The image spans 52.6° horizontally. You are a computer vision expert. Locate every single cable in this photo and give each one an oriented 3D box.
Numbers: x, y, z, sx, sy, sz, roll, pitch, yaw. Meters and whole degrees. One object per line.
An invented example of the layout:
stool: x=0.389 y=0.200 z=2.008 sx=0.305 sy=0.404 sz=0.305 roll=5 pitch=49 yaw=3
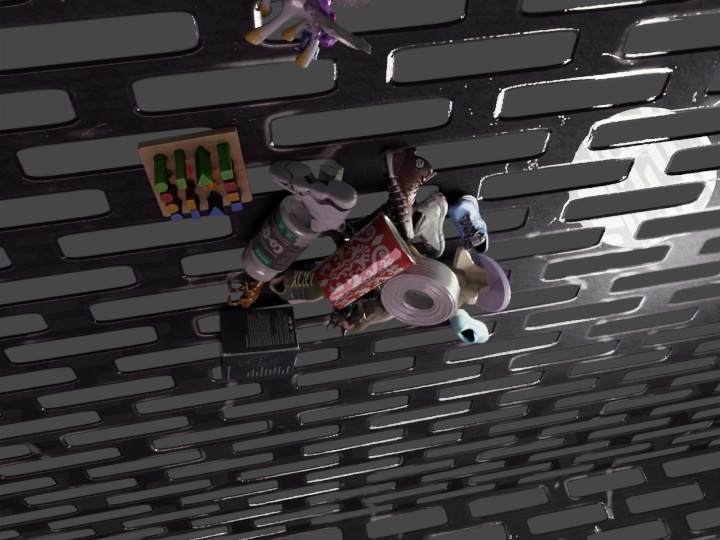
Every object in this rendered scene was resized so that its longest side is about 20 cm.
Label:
cable: x=0.143 y=0.052 z=1.775 sx=0.195 sy=0.070 sz=0.202 roll=4 pitch=140 yaw=18

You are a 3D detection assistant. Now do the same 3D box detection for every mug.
mug: x=0.015 y=-0.004 z=1.614 sx=0.198 sy=0.135 sz=0.178 roll=-35 pitch=138 yaw=7

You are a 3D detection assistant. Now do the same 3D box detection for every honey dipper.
honey dipper: x=0.141 y=-0.048 z=1.849 sx=0.038 sy=0.039 sz=0.200 roll=-28 pitch=144 yaw=18

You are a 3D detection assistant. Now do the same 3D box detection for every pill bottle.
pill bottle: x=-0.182 y=-0.068 z=1.643 sx=0.111 sy=0.115 sz=0.200 roll=16 pitch=137 yaw=-34

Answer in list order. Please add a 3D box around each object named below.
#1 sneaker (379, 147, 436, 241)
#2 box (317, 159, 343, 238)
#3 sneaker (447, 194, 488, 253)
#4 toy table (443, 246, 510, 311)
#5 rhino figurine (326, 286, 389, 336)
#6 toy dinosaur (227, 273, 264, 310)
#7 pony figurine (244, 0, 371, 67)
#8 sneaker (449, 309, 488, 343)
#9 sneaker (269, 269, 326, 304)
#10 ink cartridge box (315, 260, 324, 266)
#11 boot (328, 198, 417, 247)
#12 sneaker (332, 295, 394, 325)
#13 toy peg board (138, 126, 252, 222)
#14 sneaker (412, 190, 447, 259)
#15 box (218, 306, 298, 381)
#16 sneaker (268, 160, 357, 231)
sneaker: x=0.119 y=-0.172 z=1.586 sx=0.113 sy=0.076 sz=0.204 roll=-17 pitch=104 yaw=-12
box: x=-0.076 y=-0.157 z=1.620 sx=0.039 sy=0.041 sz=0.202 roll=-37 pitch=155 yaw=-33
sneaker: x=0.269 y=-0.108 z=1.766 sx=0.078 sy=0.090 sz=0.200 roll=-27 pitch=141 yaw=16
toy table: x=0.275 y=0.029 z=1.849 sx=0.115 sy=0.199 sz=0.188 roll=-2 pitch=107 yaw=-28
rhino figurine: x=0.000 y=0.111 z=1.889 sx=0.197 sy=0.060 sz=0.089 roll=-27 pitch=111 yaw=-7
toy dinosaur: x=-0.286 y=0.069 z=1.833 sx=0.104 sy=0.061 sz=0.201 roll=6 pitch=139 yaw=-27
pony figurine: x=-0.076 y=-0.430 z=1.212 sx=0.190 sy=0.170 sz=0.199 roll=19 pitch=148 yaw=-26
sneaker: x=0.327 y=0.192 z=2.174 sx=0.073 sy=0.083 sz=0.199 roll=-32 pitch=139 yaw=25
sneaker: x=-0.149 y=0.033 z=1.789 sx=0.089 sy=0.068 sz=0.198 roll=32 pitch=150 yaw=-32
ink cartridge box: x=0.000 y=0.000 z=1.809 sx=0.196 sy=0.041 sz=0.200 roll=-16 pitch=162 yaw=3
boot: x=0.030 y=-0.122 z=1.665 sx=0.173 sy=0.070 sz=0.199 roll=-37 pitch=168 yaw=27
sneaker: x=0.019 y=0.094 z=1.958 sx=0.197 sy=0.071 sz=0.109 roll=-22 pitch=144 yaw=15
toy peg board: x=-0.329 y=-0.170 z=1.482 sx=0.195 sy=0.099 sz=0.201 roll=-10 pitch=143 yaw=-5
sneaker: x=0.142 y=-0.091 z=1.734 sx=0.114 sy=0.075 sz=0.203 roll=-28 pitch=139 yaw=-25
box: x=-0.273 y=0.195 z=1.918 sx=0.192 sy=0.126 sz=0.201 roll=-5 pitch=154 yaw=-14
sneaker: x=-0.108 y=-0.151 z=1.548 sx=0.196 sy=0.076 sz=0.116 roll=22 pitch=137 yaw=4
